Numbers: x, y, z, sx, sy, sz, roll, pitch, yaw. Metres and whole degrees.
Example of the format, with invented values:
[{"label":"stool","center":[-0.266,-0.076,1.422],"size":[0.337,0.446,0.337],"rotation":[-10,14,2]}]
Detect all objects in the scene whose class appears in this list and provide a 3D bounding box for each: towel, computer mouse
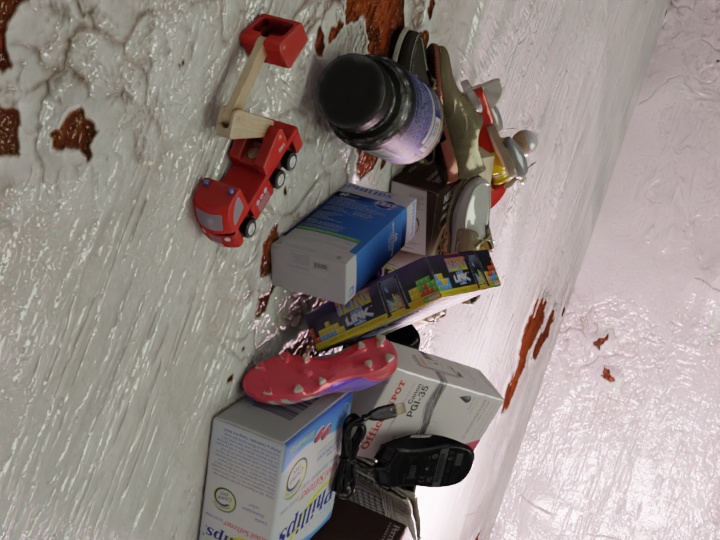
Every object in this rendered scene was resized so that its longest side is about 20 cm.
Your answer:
[{"label":"towel","center":[0.002,0.316,1.417],"size":[0.035,0.192,0.201],"rotation":[-50,153,-26]},{"label":"computer mouse","center":[0.057,0.225,1.281],"size":[0.046,0.198,0.141],"rotation":[-121,-148,-58]}]

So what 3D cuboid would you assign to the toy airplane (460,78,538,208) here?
[{"label":"toy airplane","center":[0.217,-0.215,1.564],"size":[0.199,0.140,0.202],"rotation":[105,-19,-76]}]

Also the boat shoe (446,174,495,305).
[{"label":"boat shoe","center":[0.170,-0.044,1.466],"size":[0.074,0.068,0.201],"rotation":[-12,122,-33]}]

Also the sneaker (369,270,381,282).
[{"label":"sneaker","center":[0.000,0.000,1.310],"size":[0.200,0.083,0.081],"rotation":[-32,136,-60]}]

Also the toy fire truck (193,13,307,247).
[{"label":"toy fire truck","center":[-0.110,-0.138,0.971],"size":[0.201,0.048,0.141],"rotation":[-61,156,-24]}]

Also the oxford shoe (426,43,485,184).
[{"label":"oxford shoe","center":[0.136,-0.230,1.408],"size":[0.070,0.074,0.201],"rotation":[-136,-145,-73]}]

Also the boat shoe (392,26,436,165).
[{"label":"boat shoe","center":[0.078,-0.237,1.343],"size":[0.072,0.060,0.202],"rotation":[-52,151,-42]}]

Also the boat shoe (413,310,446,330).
[{"label":"boat shoe","center":[0.112,0.058,1.630],"size":[0.201,0.064,0.071],"rotation":[-62,163,10]}]

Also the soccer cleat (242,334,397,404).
[{"label":"soccer cleat","center":[-0.047,0.134,1.205],"size":[0.199,0.067,0.077],"rotation":[-14,146,-16]}]

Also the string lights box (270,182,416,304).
[{"label":"string lights box","center":[-0.016,-0.039,1.207],"size":[0.200,0.102,0.059],"rotation":[-43,141,-51]}]

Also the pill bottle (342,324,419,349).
[{"label":"pill bottle","center":[0.021,0.175,1.441],"size":[0.112,0.111,0.201],"rotation":[-35,138,-57]}]

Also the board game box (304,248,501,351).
[{"label":"board game box","center":[0.054,0.036,1.241],"size":[0.165,0.199,0.057],"rotation":[-6,73,-56]}]

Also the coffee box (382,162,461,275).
[{"label":"coffee box","center":[0.096,-0.060,1.504],"size":[0.113,0.079,0.201],"rotation":[-42,144,-50]}]

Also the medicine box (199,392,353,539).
[{"label":"medicine box","center":[-0.105,0.253,1.225],"size":[0.182,0.102,0.201],"rotation":[-30,133,-60]}]

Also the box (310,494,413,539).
[{"label":"box","center":[-0.038,0.371,1.350],"size":[0.101,0.199,0.075],"rotation":[-61,156,-25]}]

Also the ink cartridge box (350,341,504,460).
[{"label":"ink cartridge box","center":[0.076,0.194,1.348],"size":[0.199,0.083,0.147],"rotation":[19,108,-32]}]

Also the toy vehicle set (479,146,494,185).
[{"label":"toy vehicle set","center":[0.152,-0.114,1.547],"size":[0.026,0.124,0.201],"rotation":[-14,125,-28]}]

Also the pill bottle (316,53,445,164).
[{"label":"pill bottle","center":[0.024,-0.195,1.172],"size":[0.200,0.111,0.113],"rotation":[7,100,-69]}]
